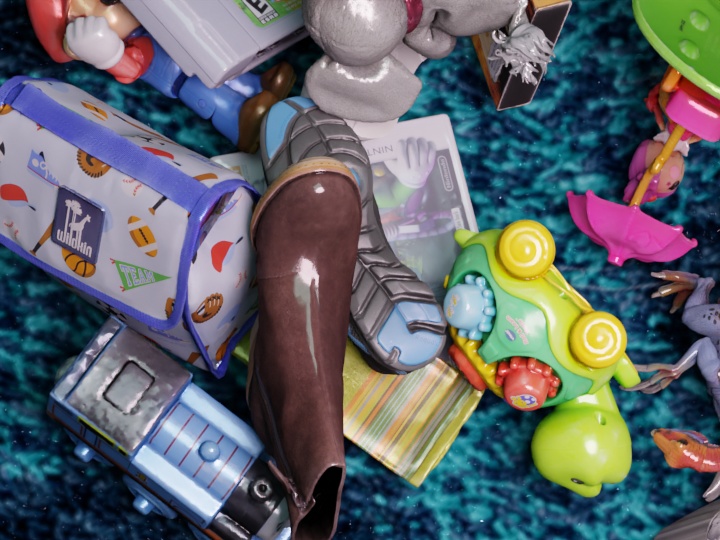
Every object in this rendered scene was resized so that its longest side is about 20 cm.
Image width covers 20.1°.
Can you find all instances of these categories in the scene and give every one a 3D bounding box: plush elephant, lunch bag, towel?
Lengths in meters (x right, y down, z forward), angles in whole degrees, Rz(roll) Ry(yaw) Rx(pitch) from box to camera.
[{"bbox_3d":[0.021,-0.188,1.318,0.153,0.165,0.201,-8,50,-18],"label":"plush elephant"},{"bbox_3d":[-0.147,-0.035,1.305,0.169,0.200,0.124,29,74,16],"label":"lunch bag"},{"bbox_3d":[-0.016,0.058,1.395,0.199,0.018,0.086,35,71,1],"label":"towel"}]

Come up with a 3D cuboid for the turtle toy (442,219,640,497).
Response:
[{"bbox_3d":[0.121,0.056,1.369,0.101,0.146,0.201,-38,86,0],"label":"turtle toy"}]

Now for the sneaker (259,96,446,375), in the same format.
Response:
[{"bbox_3d":[-0.016,-0.018,1.359,0.073,0.082,0.201,-23,85,-18],"label":"sneaker"}]

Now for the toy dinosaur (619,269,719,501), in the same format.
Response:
[{"bbox_3d":[0.245,0.056,1.391,0.104,0.182,0.201,22,114,-13],"label":"toy dinosaur"}]

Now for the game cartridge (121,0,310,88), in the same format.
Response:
[{"bbox_3d":[-0.087,-0.212,1.419,0.133,0.041,0.200,45,41,6],"label":"game cartridge"}]

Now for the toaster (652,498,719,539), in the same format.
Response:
[{"bbox_3d":[0.300,0.195,1.381,0.198,0.129,0.115,-18,80,-14],"label":"toaster"}]

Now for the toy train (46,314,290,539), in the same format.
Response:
[{"bbox_3d":[-0.118,0.118,1.335,0.199,0.114,0.087,38,73,1],"label":"toy train"}]

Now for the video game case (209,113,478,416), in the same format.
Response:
[{"bbox_3d":[0.000,0.000,1.435,0.180,0.023,0.202,-11,78,-12],"label":"video game case"}]

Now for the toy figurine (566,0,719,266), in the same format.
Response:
[{"bbox_3d":[0.218,-0.095,1.430,0.149,0.185,0.200,29,33,-1],"label":"toy figurine"}]

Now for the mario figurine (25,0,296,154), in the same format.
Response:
[{"bbox_3d":[-0.138,-0.168,1.407,0.199,0.123,0.107,28,85,-6],"label":"mario figurine"}]

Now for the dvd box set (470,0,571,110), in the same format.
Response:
[{"bbox_3d":[0.089,-0.234,1.419,0.029,0.147,0.202,-13,70,-13],"label":"dvd box set"}]

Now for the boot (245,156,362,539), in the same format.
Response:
[{"bbox_3d":[-0.024,0.051,1.241,0.072,0.201,0.167,-2,48,-16],"label":"boot"}]

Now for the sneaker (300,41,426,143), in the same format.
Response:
[{"bbox_3d":[0.005,-0.155,1.448,0.076,0.080,0.200,45,48,-12],"label":"sneaker"}]
